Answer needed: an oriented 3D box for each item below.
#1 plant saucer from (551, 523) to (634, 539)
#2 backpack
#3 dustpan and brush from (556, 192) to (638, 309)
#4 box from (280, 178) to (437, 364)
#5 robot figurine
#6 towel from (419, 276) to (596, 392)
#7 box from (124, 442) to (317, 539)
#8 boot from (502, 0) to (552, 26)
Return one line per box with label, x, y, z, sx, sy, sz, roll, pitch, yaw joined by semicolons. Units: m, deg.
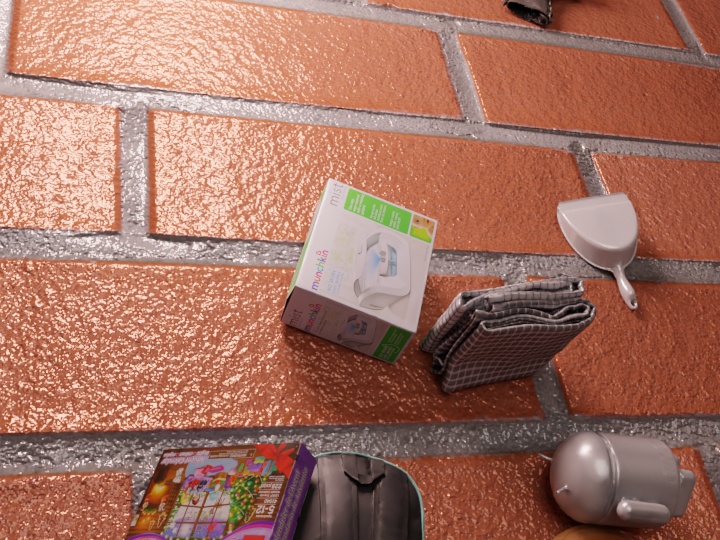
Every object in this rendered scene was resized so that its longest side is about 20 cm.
plant saucer;0.308;0.406;1.018;0.196;0.038;0.203;10;53;-13
backpack;-0.016;0.306;0.895;0.172;0.154;0.203;8;54;-7
dustpan and brush;0.414;-0.030;1.374;0.136;0.058;0.203;-9;52;-12
box;0.000;0.000;1.165;0.173;0.097;0.203;22;52;-7
robot figurine;0.328;0.269;1.077;0.196;0.115;0.170;8;14;-15
towel;0.198;0.087;1.130;0.196;0.166;0.087;-6;63;-24
box;-0.152;0.253;0.878;0.196;0.039;0.139;-10;44;30
boot;0.394;-0.578;1.761;0.196;0.070;0.177;14;57;-5
